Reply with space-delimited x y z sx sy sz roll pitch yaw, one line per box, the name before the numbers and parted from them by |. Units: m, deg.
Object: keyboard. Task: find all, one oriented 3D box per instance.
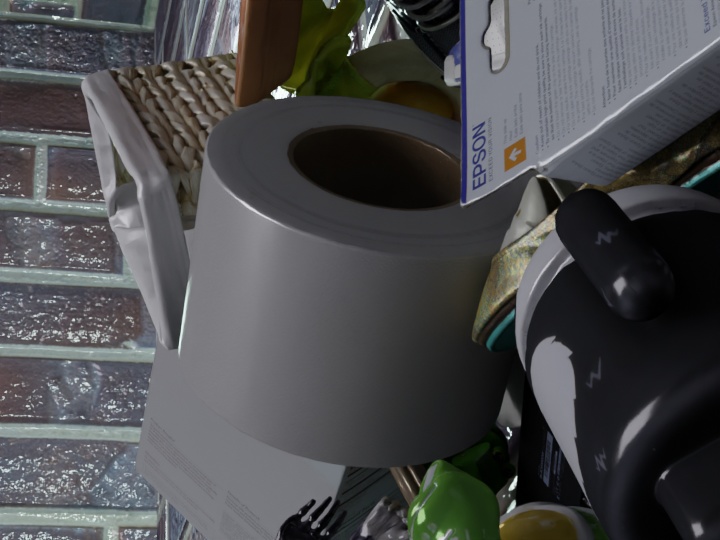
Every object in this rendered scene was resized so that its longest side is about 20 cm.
keyboard | 0.122 0.116 0.804 0.127 0.021 0.200 -127 31 -53

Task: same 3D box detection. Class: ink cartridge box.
ink cartridge box | 0.125 -0.142 0.679 0.200 0.041 0.200 -33 42 42

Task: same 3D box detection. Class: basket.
basket | -0.111 -0.058 1.038 0.200 0.123 0.136 -125 25 -55

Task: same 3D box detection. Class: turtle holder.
turtle holder | 0.083 0.174 0.674 0.141 0.185 0.132 -59 26 27

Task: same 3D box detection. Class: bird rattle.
bird rattle | 0.013 -0.100 1.062 0.113 0.163 0.200 -94 -8 -51

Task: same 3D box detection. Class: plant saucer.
plant saucer | -0.057 -0.205 0.952 0.200 0.037 0.201 -175 90 -84

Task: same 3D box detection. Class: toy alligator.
toy alligator | 0.068 0.117 0.881 0.059 0.054 0.200 62 176 -13

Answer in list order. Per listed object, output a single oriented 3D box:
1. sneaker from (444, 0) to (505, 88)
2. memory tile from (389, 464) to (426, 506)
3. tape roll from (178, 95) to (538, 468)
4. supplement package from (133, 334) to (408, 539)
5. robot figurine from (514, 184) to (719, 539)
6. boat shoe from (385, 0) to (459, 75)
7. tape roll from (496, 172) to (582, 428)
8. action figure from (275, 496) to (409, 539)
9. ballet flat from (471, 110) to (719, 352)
sneaker | 0.123 -0.165 0.832 0.199 0.080 0.116 165 112 -68
memory tile | 0.057 0.177 0.914 0.200 0.017 0.153 63 176 -19
tape roll | 0.000 0.000 0.857 0.203 0.202 0.139 -110 26 -57
supplement package | -0.049 0.115 1.120 0.191 0.147 0.200 38 136 23
robot figurine | 0.136 0.049 0.601 0.200 0.124 0.151 -112 28 -55
boat shoe | 0.039 -0.179 0.929 0.075 0.200 0.093 -35 16 23
tape roll | 0.109 -0.001 0.904 0.203 0.037 0.203 -178 90 -76
action figure | 0.009 0.209 0.905 0.119 0.102 0.200 56 178 26
ballet flat | 0.117 -0.034 0.719 0.200 0.071 0.071 -42 42 39
